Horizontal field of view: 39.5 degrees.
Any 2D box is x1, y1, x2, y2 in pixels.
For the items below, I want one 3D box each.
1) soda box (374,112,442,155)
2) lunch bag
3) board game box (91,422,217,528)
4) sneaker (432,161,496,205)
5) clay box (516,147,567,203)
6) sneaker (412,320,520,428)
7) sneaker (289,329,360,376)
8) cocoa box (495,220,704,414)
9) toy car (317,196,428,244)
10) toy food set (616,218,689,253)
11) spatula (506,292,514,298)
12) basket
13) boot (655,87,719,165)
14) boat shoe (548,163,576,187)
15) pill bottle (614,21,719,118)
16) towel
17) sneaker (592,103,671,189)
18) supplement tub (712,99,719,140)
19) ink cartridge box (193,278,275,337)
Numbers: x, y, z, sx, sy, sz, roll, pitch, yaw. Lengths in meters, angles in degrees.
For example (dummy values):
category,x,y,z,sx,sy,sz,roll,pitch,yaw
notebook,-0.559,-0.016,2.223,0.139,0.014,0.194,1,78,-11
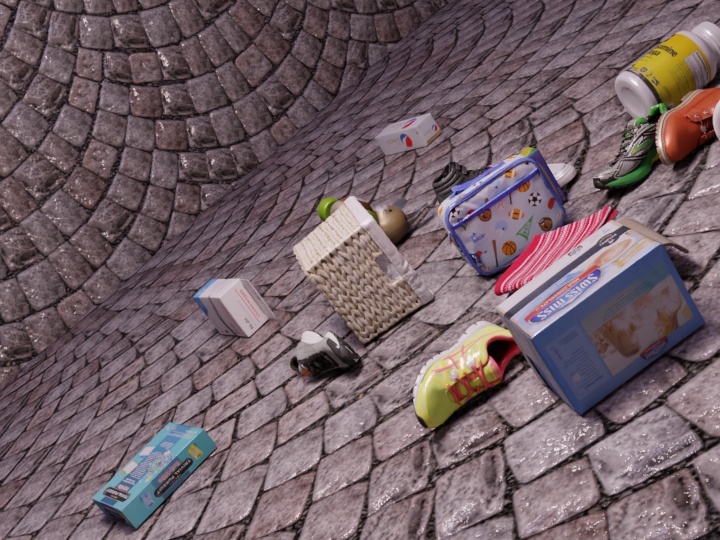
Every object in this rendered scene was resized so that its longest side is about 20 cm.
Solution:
category,x,y,z,sx,sy,sz,roll,pitch,yaw
soda box,0.128,-0.367,2.715,0.068,0.064,0.200,-45,20,-26
lunch bag,0.236,-0.096,1.709,0.199,0.161,0.076,-34,18,0
board game box,-0.371,0.364,1.800,0.200,0.047,0.151,-45,21,-27
sneaker,0.234,-0.196,2.055,0.200,0.099,0.071,-36,17,-9
clay box,0.259,-0.114,1.784,0.200,0.115,0.048,-39,20,-10
sneaker,0.152,0.144,1.401,0.200,0.078,0.090,-46,29,-26
sneaker,-0.065,0.155,1.769,0.079,0.074,0.200,-52,17,-19
cocoa box,0.299,0.057,1.264,0.200,0.134,0.131,-36,19,-2
toy car,0.042,-0.109,2.122,0.199,0.158,0.164,-29,27,-23
toy food set,0.353,0.015,1.416,0.200,0.060,0.144,-42,18,5
spatula,0.305,-0.015,1.609,0.200,0.021,0.056,-40,12,-18
basket,0.000,0.000,1.830,0.161,0.198,0.200,-39,19,0
boot,0.565,-0.246,1.657,0.107,0.075,0.200,-2,36,51
boat shoe,0.317,-0.177,1.911,0.200,0.069,0.072,-11,30,51
pill bottle,0.583,-0.370,1.860,0.200,0.113,0.112,-36,18,-5
towel,0.295,-0.027,1.539,0.145,0.022,0.200,-47,10,-26
sneaker,0.464,-0.209,1.713,0.200,0.085,0.078,-42,20,-18
supplement tub,0.628,-0.259,1.483,0.200,0.132,0.132,-44,21,-23
ink cartridge box,-0.282,0.082,2.228,0.068,0.116,0.200,-44,20,-24
